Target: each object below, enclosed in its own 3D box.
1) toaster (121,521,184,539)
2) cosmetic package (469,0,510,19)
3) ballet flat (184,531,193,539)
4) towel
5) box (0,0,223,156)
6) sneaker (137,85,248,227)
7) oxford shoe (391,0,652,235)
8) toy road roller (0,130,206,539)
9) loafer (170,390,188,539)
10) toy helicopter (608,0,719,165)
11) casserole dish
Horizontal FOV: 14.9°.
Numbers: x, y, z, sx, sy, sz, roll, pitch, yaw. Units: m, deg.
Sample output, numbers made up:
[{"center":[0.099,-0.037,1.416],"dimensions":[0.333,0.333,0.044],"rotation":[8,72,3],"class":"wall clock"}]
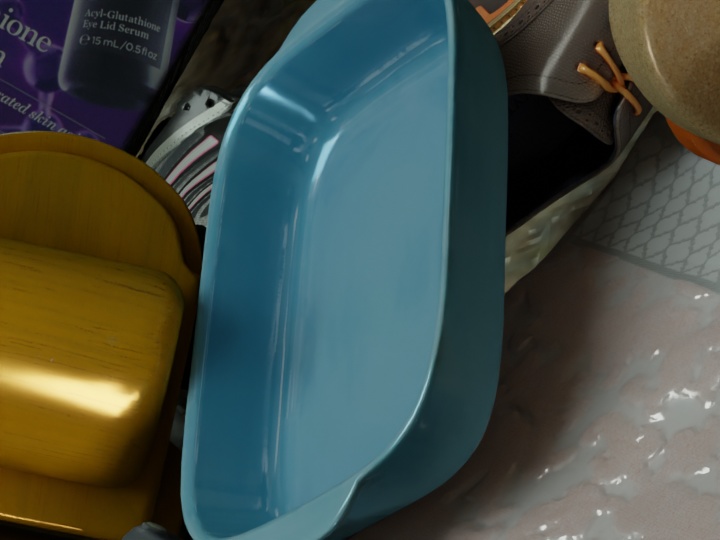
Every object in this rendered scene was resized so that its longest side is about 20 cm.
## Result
[{"center":[-0.007,0.165,0.802],"dimensions":[0.200,0.114,0.129],"rotation":[22,92,36],"class":"toaster"},{"center":[0.107,-0.167,0.900],"dimensions":[0.200,0.085,0.108],"rotation":[-47,34,25],"class":"cosmetic package"},{"center":[-0.045,0.162,0.922],"dimensions":[0.068,0.068,0.200],"rotation":[164,120,-69],"class":"ballet flat"},{"center":[0.087,0.037,0.780],"dimensions":[0.191,0.032,0.200],"rotation":[-48,29,-11],"class":"towel"},{"center":[-0.134,-0.120,1.113],"dimensions":[0.200,0.148,0.104],"rotation":[-63,3,-17],"class":"box"},{"center":[-0.035,-0.032,1.031],"dimensions":[0.200,0.074,0.088],"rotation":[-10,64,57],"class":"sneaker"},{"center":[0.085,-0.075,0.853],"dimensions":[0.200,0.071,0.073],"rotation":[-46,27,25],"class":"oxford shoe"},{"center":[-0.114,0.054,0.893],"dimensions":[0.146,0.123,0.200],"rotation":[155,127,-83],"class":"toy road roller"},{"center":[-0.092,0.062,1.049],"dimensions":[0.070,0.075,0.200],"rotation":[-56,32,7],"class":"loafer"},{"center":[0.148,-0.120,0.762],"dimensions":[0.200,0.132,0.079],"rotation":[-41,26,-8],"class":"toy helicopter"},{"center":[0.000,0.000,0.822],"dimensions":[0.121,0.039,0.200],"rotation":[-32,42,42],"class":"casserole dish"}]
